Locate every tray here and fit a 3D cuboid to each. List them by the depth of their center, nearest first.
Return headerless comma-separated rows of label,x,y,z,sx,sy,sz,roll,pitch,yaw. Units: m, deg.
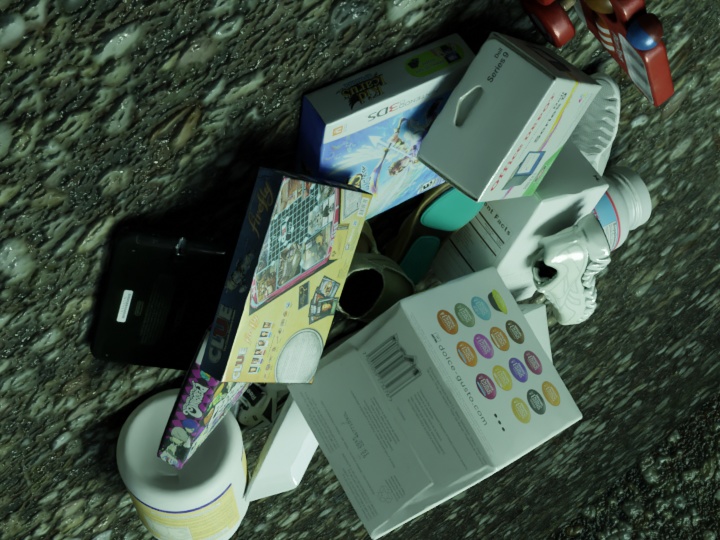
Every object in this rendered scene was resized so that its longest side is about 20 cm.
tray,-0.072,0.180,1.569,0.107,0.022,0.202,-2,123,-56

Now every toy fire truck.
toy fire truck,0.235,-0.256,1.251,0.112,0.169,0.200,-37,155,2

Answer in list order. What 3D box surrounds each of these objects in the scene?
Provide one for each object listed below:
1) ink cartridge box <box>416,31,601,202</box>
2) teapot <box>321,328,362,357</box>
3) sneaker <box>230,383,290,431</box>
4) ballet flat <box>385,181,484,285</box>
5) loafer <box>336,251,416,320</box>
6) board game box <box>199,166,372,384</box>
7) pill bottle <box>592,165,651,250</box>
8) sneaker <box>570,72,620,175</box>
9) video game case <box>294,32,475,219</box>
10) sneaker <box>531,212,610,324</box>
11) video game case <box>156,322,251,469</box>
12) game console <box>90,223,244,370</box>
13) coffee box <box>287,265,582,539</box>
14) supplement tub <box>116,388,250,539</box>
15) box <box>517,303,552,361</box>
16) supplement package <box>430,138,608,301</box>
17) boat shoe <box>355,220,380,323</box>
ink cartridge box,0.154,-0.153,1.342,0.146,0.087,0.200,-58,162,16
teapot,0.013,0.178,1.735,0.198,0.147,0.198,-24,152,-24
sneaker,-0.124,0.139,1.575,0.088,0.074,0.201,-24,152,-28
ballet flat,0.079,-0.061,1.511,0.068,0.064,0.200,13,134,-28
loafer,0.000,0.021,1.412,0.076,0.068,0.199,-51,145,14
board game box,-0.070,0.009,1.270,0.135,0.034,0.202,8,104,-52
pill bottle,0.276,-0.061,1.712,0.198,0.109,0.109,-26,153,-23
sneaker,0.271,-0.168,1.598,0.201,0.074,0.082,98,15,-50
video game case,0.020,-0.129,1.338,0.180,0.046,0.201,-25,153,-22
sneaker,0.236,0.006,1.548,0.080,0.076,0.201,-18,151,-8
video game case,-0.133,0.088,1.400,0.200,0.036,0.183,-50,168,-56
game console,-0.173,-0.001,1.338,0.173,0.117,0.201,8,138,-15
coffee box,0.083,0.144,1.461,0.200,0.201,0.197,-38,167,37
supplement tub,-0.204,0.243,1.564,0.144,0.146,0.201,-29,154,-16
box,0.127,0.113,1.614,0.198,0.126,0.097,-3,-171,39
supplement package,0.175,-0.064,1.559,0.120,0.120,0.201,-14,147,-39
boat shoe,0.000,0.000,1.505,0.074,0.067,0.200,-35,155,-4
